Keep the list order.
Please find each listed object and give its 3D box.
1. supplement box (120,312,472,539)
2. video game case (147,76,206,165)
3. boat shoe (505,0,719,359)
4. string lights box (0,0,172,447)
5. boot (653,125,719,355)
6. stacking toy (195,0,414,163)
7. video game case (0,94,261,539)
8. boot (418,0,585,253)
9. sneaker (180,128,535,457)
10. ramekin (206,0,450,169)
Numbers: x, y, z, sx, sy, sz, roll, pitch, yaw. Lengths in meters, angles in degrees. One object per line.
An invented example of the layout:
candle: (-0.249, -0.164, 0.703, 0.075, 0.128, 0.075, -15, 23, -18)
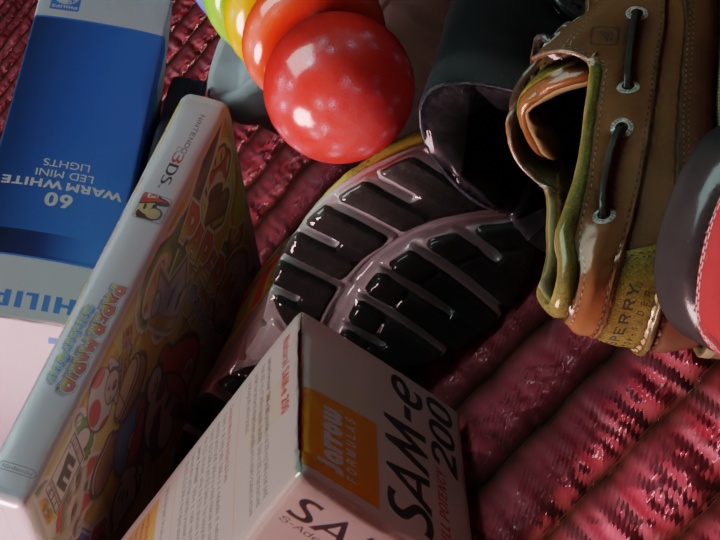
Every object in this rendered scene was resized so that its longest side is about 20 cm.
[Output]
supplement box: (-0.049, 0.129, 0.934, 0.200, 0.073, 0.126, -52, 15, 19)
video game case: (-0.092, 0.032, 1.152, 0.143, 0.019, 0.200, -90, 11, -73)
boat shoe: (0.080, -0.056, 0.840, 0.200, 0.068, 0.072, -94, 10, -51)
string lights box: (-0.121, -0.015, 1.122, 0.200, 0.059, 0.103, -83, 4, -46)
boot: (0.148, -0.052, 0.696, 0.200, 0.072, 0.144, -56, 21, 11)
stacking toy: (-0.025, -0.108, 1.033, 0.085, 0.085, 0.200, -51, 34, 17)
video game case: (-0.081, 0.061, 1.061, 0.200, 0.023, 0.182, 81, -151, -56)
boot: (0.038, -0.098, 0.971, 0.200, 0.165, 0.066, -77, 14, -52)
sneaker: (0.000, 0.000, 1.043, 0.200, 0.078, 0.090, -45, 16, 35)
ramekin: (0.027, -0.129, 1.184, 0.202, 0.094, 0.202, -49, 18, 22)
